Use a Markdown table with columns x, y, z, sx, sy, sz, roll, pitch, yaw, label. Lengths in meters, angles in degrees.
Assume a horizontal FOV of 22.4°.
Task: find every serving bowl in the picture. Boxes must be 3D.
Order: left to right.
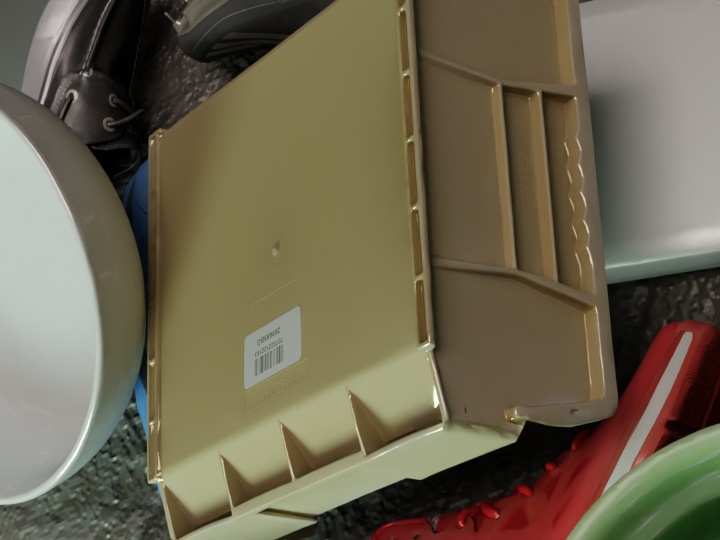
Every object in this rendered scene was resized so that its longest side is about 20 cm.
| x | y | z | sx | sy | sz | roll | pitch | yaw | label |
| --- | --- | --- | --- | --- | --- | --- | --- | --- | --- |
| -0.167 | 0.004 | 0.854 | 0.199 | 0.066 | 0.202 | 13 | 110 | 38 | serving bowl |

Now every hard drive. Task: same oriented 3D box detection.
| x | y | z | sx | sy | sz | roll | pitch | yaw | label |
| --- | --- | --- | --- | --- | --- | --- | --- | --- | --- |
| 0.101 | -0.058 | 0.817 | 0.199 | 0.027 | 0.133 | -10 | 66 | 26 | hard drive |

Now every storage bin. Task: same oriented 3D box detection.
| x | y | z | sx | sy | sz | roll | pitch | yaw | label |
| --- | --- | --- | --- | --- | --- | --- | --- | --- | --- |
| 0.000 | 0.000 | 0.760 | 0.200 | 0.093 | 0.200 | -29 | 56 | 47 | storage bin |

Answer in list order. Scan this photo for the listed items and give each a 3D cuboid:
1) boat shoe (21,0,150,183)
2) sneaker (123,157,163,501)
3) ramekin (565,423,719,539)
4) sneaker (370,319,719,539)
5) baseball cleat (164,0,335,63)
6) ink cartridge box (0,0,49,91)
| x | y | z | sx | sy | sz | roll | pitch | yaw | label |
| --- | --- | --- | --- | --- | --- | --- | --- | --- | --- |
| -0.142 | -0.065 | 0.932 | 0.066 | 0.070 | 0.201 | 19 | 81 | 25 | boat shoe |
| -0.084 | 0.036 | 0.867 | 0.078 | 0.066 | 0.202 | -23 | 61 | 37 | sneaker |
| 0.161 | 0.156 | 0.636 | 0.198 | 0.098 | 0.202 | -5 | 74 | 16 | ramekin |
| 0.065 | 0.097 | 0.746 | 0.115 | 0.078 | 0.201 | 24 | 82 | 32 | sneaker |
| -0.026 | -0.116 | 0.864 | 0.070 | 0.106 | 0.200 | -51 | 10 | -15 | baseball cleat |
| -0.253 | -0.164 | 1.021 | 0.199 | 0.084 | 0.146 | 21 | 82 | 33 | ink cartridge box |
